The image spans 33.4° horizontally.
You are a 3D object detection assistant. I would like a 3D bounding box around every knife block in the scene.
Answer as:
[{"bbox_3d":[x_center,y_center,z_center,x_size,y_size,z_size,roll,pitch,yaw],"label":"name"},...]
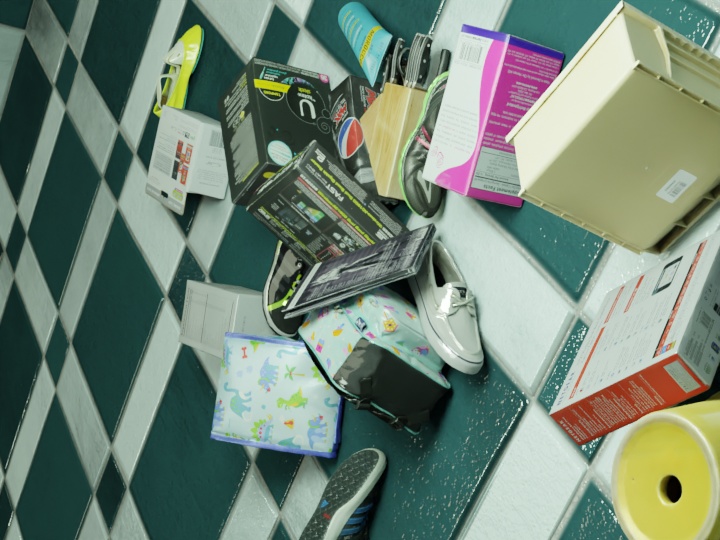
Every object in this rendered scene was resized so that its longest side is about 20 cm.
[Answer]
[{"bbox_3d":[0.076,-0.223,1.695,0.176,0.063,0.203,-46,47,43],"label":"knife block"}]

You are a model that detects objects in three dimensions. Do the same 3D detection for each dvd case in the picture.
[{"bbox_3d":[0.000,0.000,1.616,0.197,0.149,0.016,-19,109,22],"label":"dvd case"}]

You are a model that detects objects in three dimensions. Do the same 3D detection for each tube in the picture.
[{"bbox_3d":[0.011,-0.346,1.795,0.201,0.050,0.079,-115,37,-58],"label":"tube"}]

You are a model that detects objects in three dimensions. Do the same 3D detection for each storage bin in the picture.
[{"bbox_3d":[0.289,-0.135,1.241,0.200,0.196,0.095,-50,27,38],"label":"storage bin"}]

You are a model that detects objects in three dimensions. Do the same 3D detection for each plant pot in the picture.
[{"bbox_3d":[0.338,0.200,1.097,0.200,0.186,0.205,-15,72,54],"label":"plant pot"}]

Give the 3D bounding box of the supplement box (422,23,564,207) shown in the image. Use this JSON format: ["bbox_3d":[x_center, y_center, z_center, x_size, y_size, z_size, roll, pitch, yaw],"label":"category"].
[{"bbox_3d":[0.166,-0.194,1.520,0.101,0.102,0.203,30,107,53],"label":"supplement box"}]

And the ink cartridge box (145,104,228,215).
[{"bbox_3d":[-0.323,-0.205,2.280,0.199,0.083,0.179,30,108,55],"label":"ink cartridge box"}]

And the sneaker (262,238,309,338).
[{"bbox_3d":[-0.104,0.007,1.913,0.082,0.071,0.204,3,85,55],"label":"sneaker"}]

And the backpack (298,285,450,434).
[{"bbox_3d":[0.017,0.101,1.623,0.155,0.175,0.199,-60,35,2],"label":"backpack"}]

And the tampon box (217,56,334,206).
[{"bbox_3d":[-0.128,-0.211,1.925,0.126,0.148,0.203,-41,51,45],"label":"tampon box"}]

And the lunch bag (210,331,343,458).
[{"bbox_3d":[-0.114,0.190,1.848,0.197,0.127,0.173,5,87,27],"label":"lunch bag"}]

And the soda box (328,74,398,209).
[{"bbox_3d":[0.003,-0.184,1.792,0.063,0.070,0.203,-32,58,48],"label":"soda box"}]

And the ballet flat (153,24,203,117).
[{"bbox_3d":[-0.369,-0.397,2.405,0.067,0.066,0.203,39,115,53],"label":"ballet flat"}]

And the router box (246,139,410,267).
[{"bbox_3d":[-0.048,-0.074,1.734,0.149,0.200,0.063,-31,22,49],"label":"router box"}]

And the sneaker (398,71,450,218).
[{"bbox_3d":[0.108,-0.168,1.625,0.084,0.076,0.203,32,111,58],"label":"sneaker"}]

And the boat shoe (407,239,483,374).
[{"bbox_3d":[0.120,0.044,1.574,0.066,0.071,0.202,-58,33,34],"label":"boat shoe"}]

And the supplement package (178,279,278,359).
[{"bbox_3d":[-0.212,0.086,2.026,0.199,0.108,0.116,13,94,56],"label":"supplement package"}]

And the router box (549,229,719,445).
[{"bbox_3d":[0.295,0.065,1.210,0.179,0.049,0.201,-37,13,48],"label":"router box"}]

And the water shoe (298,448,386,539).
[{"bbox_3d":[-0.018,0.348,1.716,0.201,0.079,0.071,-55,39,-5],"label":"water shoe"}]
